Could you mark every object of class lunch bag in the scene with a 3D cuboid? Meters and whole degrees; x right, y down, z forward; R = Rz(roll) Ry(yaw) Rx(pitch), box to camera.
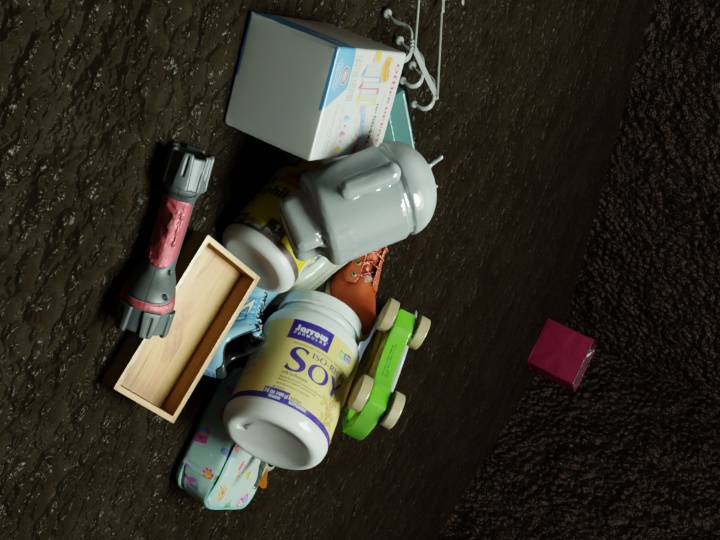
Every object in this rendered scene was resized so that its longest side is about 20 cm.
[{"bbox_3d":[-0.179,0.249,1.277,0.203,0.076,0.160,-64,160,-4],"label":"lunch bag"}]

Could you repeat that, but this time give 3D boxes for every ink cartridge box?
[{"bbox_3d":[-0.043,-0.218,1.035,0.199,0.124,0.131,-21,132,-60],"label":"ink cartridge box"}]

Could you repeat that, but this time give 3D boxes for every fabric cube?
[{"bbox_3d":[0.794,0.334,3.451,0.202,0.197,0.196,-62,157,-7],"label":"fabric cube"}]

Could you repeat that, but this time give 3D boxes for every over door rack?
[{"bbox_3d":[0.088,-0.359,1.278,0.148,0.065,0.203,46,57,-64],"label":"over door rack"}]

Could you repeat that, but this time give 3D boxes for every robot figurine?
[{"bbox_3d":[0.005,-0.080,1.021,0.197,0.115,0.170,-22,171,-9],"label":"robot figurine"}]

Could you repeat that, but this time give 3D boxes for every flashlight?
[{"bbox_3d":[-0.208,-0.031,0.931,0.067,0.067,0.203,2,112,-54],"label":"flashlight"}]

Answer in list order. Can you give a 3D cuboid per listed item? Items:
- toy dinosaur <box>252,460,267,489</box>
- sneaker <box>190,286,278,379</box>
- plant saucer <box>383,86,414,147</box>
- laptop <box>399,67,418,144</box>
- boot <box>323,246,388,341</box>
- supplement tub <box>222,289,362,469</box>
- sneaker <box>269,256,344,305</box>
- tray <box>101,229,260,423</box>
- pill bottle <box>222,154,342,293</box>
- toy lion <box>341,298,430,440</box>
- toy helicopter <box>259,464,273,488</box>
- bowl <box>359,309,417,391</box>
[{"bbox_3d":[-0.099,0.227,1.276,0.088,0.047,0.203,39,68,-51],"label":"toy dinosaur"},{"bbox_3d":[-0.150,0.070,1.138,0.201,0.089,0.079,-51,155,-35],"label":"sneaker"},{"bbox_3d":[0.063,-0.165,1.289,0.070,0.019,0.203,-44,129,-49],"label":"plant saucer"},{"bbox_3d":[-0.005,-0.200,1.297,0.200,0.116,0.187,-45,172,35],"label":"laptop"},{"bbox_3d":[0.000,0.000,1.278,0.074,0.203,0.107,17,140,-34],"label":"boot"},{"bbox_3d":[-0.084,0.143,1.164,0.147,0.143,0.202,86,21,-51],"label":"supplement tub"},{"bbox_3d":[-0.069,-0.032,1.244,0.199,0.085,0.075,-35,165,1],"label":"sneaker"},{"bbox_3d":[-0.209,0.066,1.029,0.099,0.037,0.202,42,74,-43],"label":"tray"},{"bbox_3d":[-0.080,-0.076,1.121,0.201,0.108,0.110,-53,155,-29],"label":"pill bottle"},{"bbox_3d":[0.019,0.146,1.209,0.192,0.068,0.202,-57,-171,52],"label":"toy lion"},{"bbox_3d":[-0.120,0.282,1.425,0.132,0.079,0.200,-41,180,-3],"label":"toy helicopter"},{"bbox_3d":[0.032,0.155,1.611,0.201,0.089,0.204,20,89,-90],"label":"bowl"}]
